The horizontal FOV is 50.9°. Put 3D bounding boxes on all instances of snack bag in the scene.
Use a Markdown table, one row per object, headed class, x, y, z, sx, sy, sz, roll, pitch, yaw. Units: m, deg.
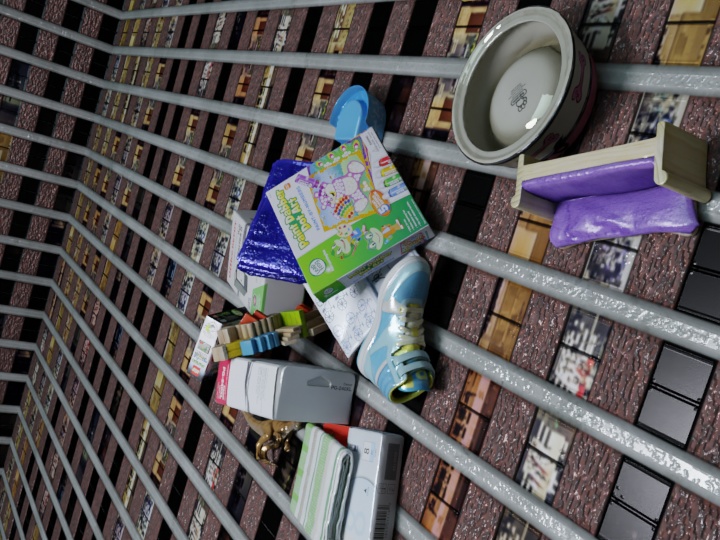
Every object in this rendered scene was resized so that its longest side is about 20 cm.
| class | x | y | z | sx | sy | sz | roll | pitch | yaw |
| --- | --- | --- | --- | --- | --- | --- | --- | --- | --- |
| snack bag | 0.000 | 0.000 | 1.156 | 0.200 | 0.021 | 0.189 | -47 | 58 | 24 |

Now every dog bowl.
| class | x | y | z | sx | sy | sz | roll | pitch | yaw |
| --- | --- | --- | --- | --- | --- | --- | --- | --- | --- |
| dog bowl | 0.206 | -0.218 | 0.940 | 0.200 | 0.073 | 0.202 | -27 | 55 | 47 |
| dog bowl | -0.013 | -0.204 | 1.269 | 0.111 | 0.049 | 0.202 | 14 | 90 | 55 |

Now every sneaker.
| class | x | y | z | sx | sy | sz | roll | pitch | yaw |
| --- | --- | --- | --- | --- | --- | --- | --- | --- | --- |
| sneaker | 0.071 | 0.091 | 1.035 | 0.131 | 0.079 | 0.202 | 49 | 128 | 51 |

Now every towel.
| class | x | y | z | sx | sy | sz | roll | pitch | yaw |
| --- | --- | --- | --- | --- | --- | --- | --- | --- | --- |
| towel | -0.113 | -0.083 | 1.210 | 0.146 | 0.050 | 0.202 | 8 | 72 | 29 |
| towel | -0.059 | 0.322 | 1.148 | 0.200 | 0.030 | 0.151 | -176 | 99 | -72 |

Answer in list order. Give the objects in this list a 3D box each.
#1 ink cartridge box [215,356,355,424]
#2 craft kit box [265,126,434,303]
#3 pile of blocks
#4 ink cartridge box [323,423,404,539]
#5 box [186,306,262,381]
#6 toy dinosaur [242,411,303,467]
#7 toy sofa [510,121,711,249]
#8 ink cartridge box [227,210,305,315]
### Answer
| class | x | y | z | sx | sy | sz | roll | pitch | yaw |
| --- | --- | --- | --- | --- | --- | --- | --- | --- | --- |
| ink cartridge box | -0.123 | 0.189 | 1.211 | 0.199 | 0.144 | 0.084 | 0 | 81 | 55 |
| craft kit box | -0.020 | -0.086 | 1.131 | 0.197 | 0.049 | 0.201 | -32 | 62 | 8 |
| pile of blocks | -0.147 | 0.091 | 1.231 | 0.082 | 0.198 | 0.063 | 1 | 106 | 65 |
| ink cartridge box | -0.022 | 0.312 | 1.117 | 0.199 | 0.047 | 0.162 | -5 | 75 | 52 |
| box | -0.222 | 0.122 | 1.340 | 0.035 | 0.200 | 0.111 | 26 | 103 | 18 |
| toy dinosaur | -0.159 | 0.282 | 1.323 | 0.199 | 0.060 | 0.107 | -4 | 63 | 43 |
| toy sofa | 0.263 | -0.085 | 0.817 | 0.199 | 0.082 | 0.099 | -5 | 75 | 54 |
| ink cartridge box | -0.170 | -0.010 | 1.360 | 0.200 | 0.083 | 0.147 | 40 | 125 | 56 |
